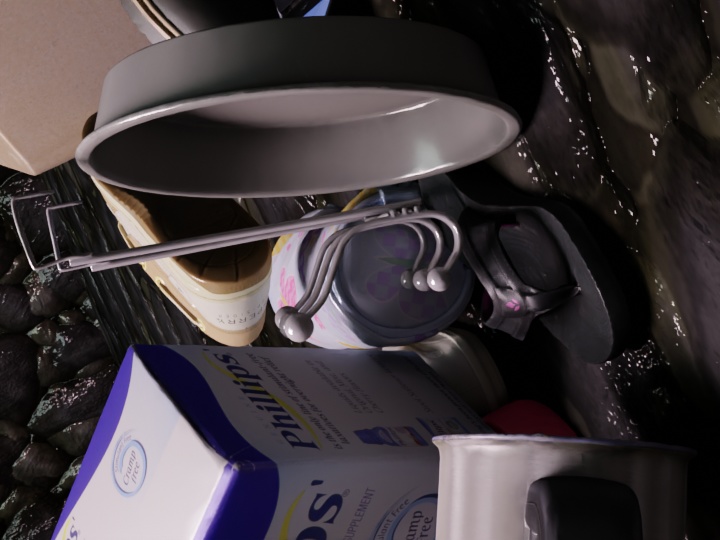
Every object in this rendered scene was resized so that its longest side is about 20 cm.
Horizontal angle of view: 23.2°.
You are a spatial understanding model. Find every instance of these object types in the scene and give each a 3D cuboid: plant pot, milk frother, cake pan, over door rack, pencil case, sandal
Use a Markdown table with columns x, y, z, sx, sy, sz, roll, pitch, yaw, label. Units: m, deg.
| x | y | z | sx | sy | sz | roll | pitch | yaw | label |
| --- | --- | --- | --- | --- | --- | --- | --- | --- | --- |
| -0.209 | -0.174 | 1.136 | 0.200 | 0.177 | 0.200 | 51 | 164 | -25 | plant pot |
| 0.132 | 0.168 | 0.736 | 0.180 | 0.198 | 0.190 | 161 | 113 | -71 | milk frother |
| -0.028 | -0.071 | 0.784 | 0.200 | 0.198 | 0.037 | 136 | 130 | -76 | cake pan |
| -0.059 | -0.001 | 0.837 | 0.148 | 0.198 | 0.067 | 174 | 98 | -85 | over door rack |
| 0.000 | 0.000 | 1.012 | 0.200 | 0.083 | 0.091 | 162 | 92 | -77 | pencil case |
| 0.066 | -0.002 | 0.825 | 0.200 | 0.048 | 0.076 | 38 | 150 | 63 | sandal |

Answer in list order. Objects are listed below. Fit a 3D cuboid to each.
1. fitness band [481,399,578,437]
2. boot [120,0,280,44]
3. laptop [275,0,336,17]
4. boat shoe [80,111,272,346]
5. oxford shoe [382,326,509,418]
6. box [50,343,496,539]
| x | y | z | sx | sy | sz | roll | pitch | yaw | label |
| --- | --- | --- | --- | --- | --- | --- | --- | --- | --- |
| 0.122 | 0.163 | 0.945 | 0.201 | 0.037 | 0.144 | 60 | 164 | 15 | fitness band |
| -0.067 | -0.196 | 0.838 | 0.138 | 0.077 | 0.201 | -48 | 63 | 38 | boot |
| -0.079 | -0.155 | 0.979 | 0.201 | 0.103 | 0.177 | 56 | 167 | -7 | laptop |
| -0.110 | -0.028 | 1.023 | 0.200 | 0.073 | 0.067 | -125 | 25 | -46 | boat shoe |
| 0.034 | 0.069 | 1.062 | 0.076 | 0.057 | 0.200 | 62 | 170 | -4 | oxford shoe |
| -0.048 | 0.141 | 0.906 | 0.105 | 0.199 | 0.185 | 44 | 118 | 40 | box |
